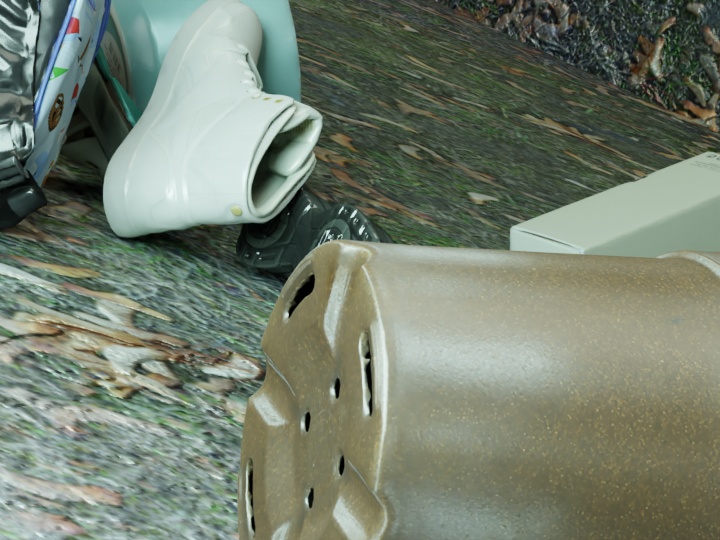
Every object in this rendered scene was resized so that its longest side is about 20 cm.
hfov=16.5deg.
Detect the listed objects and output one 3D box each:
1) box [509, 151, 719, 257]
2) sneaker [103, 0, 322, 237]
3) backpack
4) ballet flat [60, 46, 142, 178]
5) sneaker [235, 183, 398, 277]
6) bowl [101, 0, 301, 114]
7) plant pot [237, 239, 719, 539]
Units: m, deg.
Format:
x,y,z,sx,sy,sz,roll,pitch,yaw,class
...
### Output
x,y,z,sx,sy,sz,roll,pitch,yaw,class
0.191,-0.012,1.644,0.199,0.083,0.068,-19,27,-38,box
-0.067,-0.094,1.502,0.115,0.074,0.201,-1,43,24,sneaker
-0.226,-0.135,1.373,0.199,0.191,0.154,22,-5,5,backpack
-0.174,-0.107,1.546,0.067,0.063,0.201,-115,179,-56,ballet flat
0.000,0.000,1.462,0.090,0.076,0.200,25,11,-28,sneaker
-0.129,-0.145,1.668,0.105,0.202,0.201,-11,25,-25,bowl
0.069,0.075,0.942,0.197,0.201,0.200,8,15,-22,plant pot
